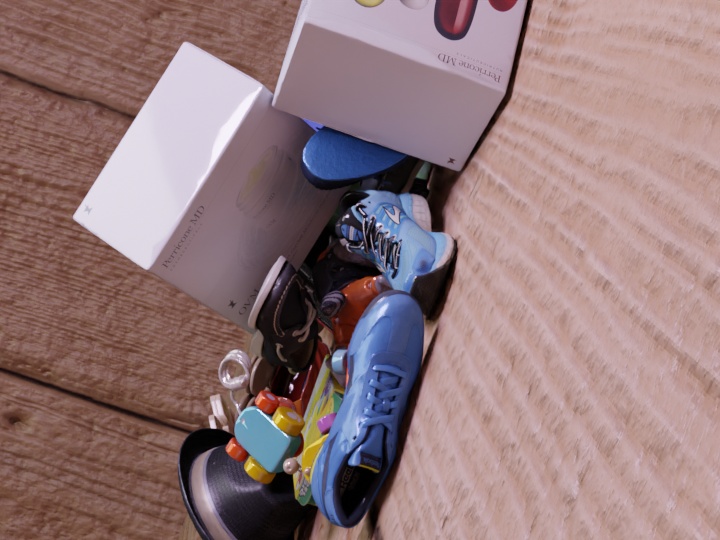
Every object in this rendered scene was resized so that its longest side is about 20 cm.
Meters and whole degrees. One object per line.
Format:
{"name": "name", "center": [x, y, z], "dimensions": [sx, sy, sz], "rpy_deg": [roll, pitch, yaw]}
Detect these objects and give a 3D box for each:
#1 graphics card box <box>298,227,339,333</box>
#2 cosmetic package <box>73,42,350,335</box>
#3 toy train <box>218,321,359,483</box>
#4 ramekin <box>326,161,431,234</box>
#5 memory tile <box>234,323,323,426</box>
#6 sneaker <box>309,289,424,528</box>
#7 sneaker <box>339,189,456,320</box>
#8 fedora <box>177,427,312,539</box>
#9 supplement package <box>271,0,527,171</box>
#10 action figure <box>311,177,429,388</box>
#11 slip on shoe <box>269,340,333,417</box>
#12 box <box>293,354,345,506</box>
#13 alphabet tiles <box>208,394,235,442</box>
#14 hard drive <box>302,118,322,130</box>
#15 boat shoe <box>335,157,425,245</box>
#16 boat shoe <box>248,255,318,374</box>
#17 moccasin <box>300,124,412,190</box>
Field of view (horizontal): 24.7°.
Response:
{"name": "graphics card box", "center": [-0.043, 0.005, 1.814], "dimensions": [0.051, 0.125, 0.200], "rpy_deg": [-47, 1, -11]}
{"name": "cosmetic package", "center": [-0.134, -0.075, 1.591], "dimensions": [0.201, 0.122, 0.200], "rpy_deg": [-58, -36, -2]}
{"name": "toy train", "center": [-0.037, 0.126, 1.521], "dimensions": [0.055, 0.198, 0.152], "rpy_deg": [7, -100, -56]}
{"name": "ramekin", "center": [0.014, -0.116, 1.803], "dimensions": [0.200, 0.097, 0.202], "rpy_deg": [-161, 90, -83]}
{"name": "memory tile", "center": [-0.093, 0.113, 1.998], "dimensions": [0.200, 0.017, 0.155], "rpy_deg": [-17, -60, -67]}
{"name": "sneaker", "center": [0.014, 0.118, 1.368], "dimensions": [0.078, 0.065, 0.202], "rpy_deg": [-135, 62, -70]}
{"name": "sneaker", "center": [0.023, -0.019, 1.465], "dimensions": [0.200, 0.089, 0.079], "rpy_deg": [-120, 49, -66]}
{"name": "fedora", "center": [-0.106, 0.231, 1.750], "dimensions": [0.091, 0.201, 0.201], "rpy_deg": [-36, 20, 19]}
{"name": "supplement package", "center": [0.043, -0.234, 1.488], "dimensions": [0.147, 0.189, 0.202], "rpy_deg": [120, 166, -62]}
{"name": "action figure", "center": [0.000, 0.000, 1.623], "dimensions": [0.194, 0.103, 0.202], "rpy_deg": [-118, 45, -68]}
{"name": "slip on shoe", "center": [-0.088, 0.171, 1.940], "dimensions": [0.061, 0.073, 0.202], "rpy_deg": [38, -115, -49]}
{"name": "box", "center": [-0.029, 0.162, 1.646], "dimensions": [0.200, 0.048, 0.119], "rpy_deg": [-101, 31, -81]}
{"name": "alphabet tiles", "center": [-0.136, 0.247, 1.914], "dimensions": [0.196, 0.014, 0.202], "rpy_deg": [69, -176, -65]}
{"name": "hard drive", "center": [-0.009, -0.190, 1.708], "dimensions": [0.201, 0.025, 0.133], "rpy_deg": [-56, 21, 32]}
{"name": "boat shoe", "center": [0.022, -0.105, 1.622], "dimensions": [0.073, 0.062, 0.201], "rpy_deg": [-23, 25, 52]}
{"name": "boat shoe", "center": [-0.068, 0.048, 1.566], "dimensions": [0.074, 0.060, 0.200], "rpy_deg": [-59, -8, -23]}
{"name": "moccasin", "center": [0.030, -0.122, 1.556], "dimensions": [0.199, 0.081, 0.068], "rpy_deg": [-26, -15, -23]}
